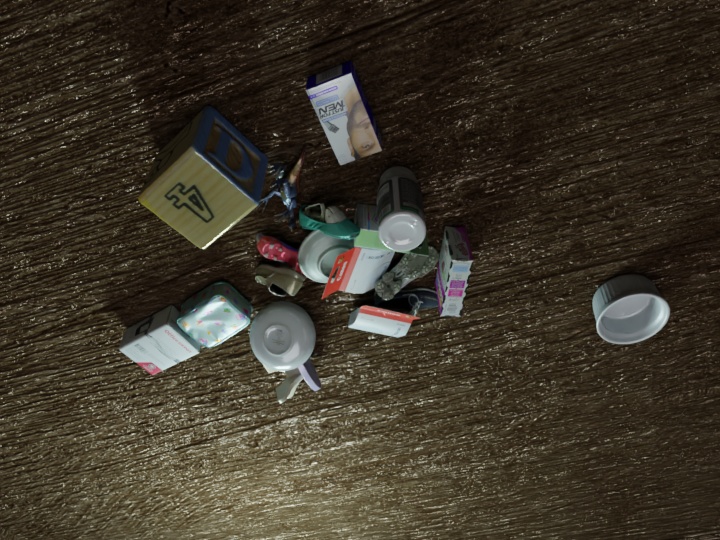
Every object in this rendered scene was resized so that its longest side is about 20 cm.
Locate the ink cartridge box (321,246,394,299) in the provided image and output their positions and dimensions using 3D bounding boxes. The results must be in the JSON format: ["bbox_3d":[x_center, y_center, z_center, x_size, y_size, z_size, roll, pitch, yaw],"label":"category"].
[{"bbox_3d":[0.000,0.000,1.644,0.047,0.198,0.162,43,134,22],"label":"ink cartridge box"}]

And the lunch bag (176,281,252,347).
[{"bbox_3d":[-0.417,0.130,1.816,0.198,0.078,0.160,-30,127,24],"label":"lunch bag"}]

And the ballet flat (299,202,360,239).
[{"bbox_3d":[-0.084,-0.127,1.544,0.198,0.067,0.072,16,127,41],"label":"ballet flat"}]

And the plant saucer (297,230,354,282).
[{"bbox_3d":[-0.065,-0.033,1.657,0.196,0.051,0.203,-11,133,-11],"label":"plant saucer"}]

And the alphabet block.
[{"bbox_3d":[-0.352,-0.210,1.438,0.199,0.197,0.196,-32,123,27],"label":"alphabet block"}]

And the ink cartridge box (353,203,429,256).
[{"bbox_3d":[0.082,-0.104,1.592,0.196,0.105,0.060,8,132,-7],"label":"ink cartridge box"}]

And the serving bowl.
[{"bbox_3d":[-0.229,0.192,1.808,0.196,0.066,0.205,0,94,7],"label":"serving bowl"}]

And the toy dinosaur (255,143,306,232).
[{"bbox_3d":[-0.167,-0.177,1.542,0.198,0.106,0.182,-31,150,5],"label":"toy dinosaur"}]

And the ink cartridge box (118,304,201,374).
[{"bbox_3d":[-0.590,0.209,1.881,0.198,0.084,0.146,-25,127,20],"label":"ink cartridge box"}]

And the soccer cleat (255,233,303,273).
[{"bbox_3d":[-0.194,-0.043,1.681,0.198,0.077,0.067,25,108,-43],"label":"soccer cleat"}]

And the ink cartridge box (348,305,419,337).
[{"bbox_3d":[0.063,0.145,1.772,0.157,0.048,0.200,13,168,-11],"label":"ink cartridge box"}]

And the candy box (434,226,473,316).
[{"bbox_3d":[0.245,0.004,1.667,0.060,0.138,0.202,1,133,-3],"label":"candy box"}]

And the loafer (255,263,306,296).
[{"bbox_3d":[-0.225,0.029,1.678,0.075,0.069,0.198,32,161,-35],"label":"loafer"}]

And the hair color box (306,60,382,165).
[{"bbox_3d":[-0.033,-0.346,1.404,0.107,0.065,0.201,-16,131,13],"label":"hair color box"}]

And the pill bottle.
[{"bbox_3d":[0.093,-0.151,1.485,0.111,0.202,0.114,0,133,0],"label":"pill bottle"}]

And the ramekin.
[{"bbox_3d":[0.757,0.105,1.786,0.196,0.099,0.203,0,132,0],"label":"ramekin"}]

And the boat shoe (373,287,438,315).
[{"bbox_3d":[0.136,0.088,1.791,0.196,0.062,0.076,7,130,-7],"label":"boat shoe"}]

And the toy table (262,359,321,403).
[{"bbox_3d":[-0.210,0.310,1.923,0.116,0.184,0.202,-25,118,1],"label":"toy table"}]

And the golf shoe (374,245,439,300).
[{"bbox_3d":[0.124,0.000,1.718,0.198,0.097,0.079,-34,89,3],"label":"golf shoe"}]
